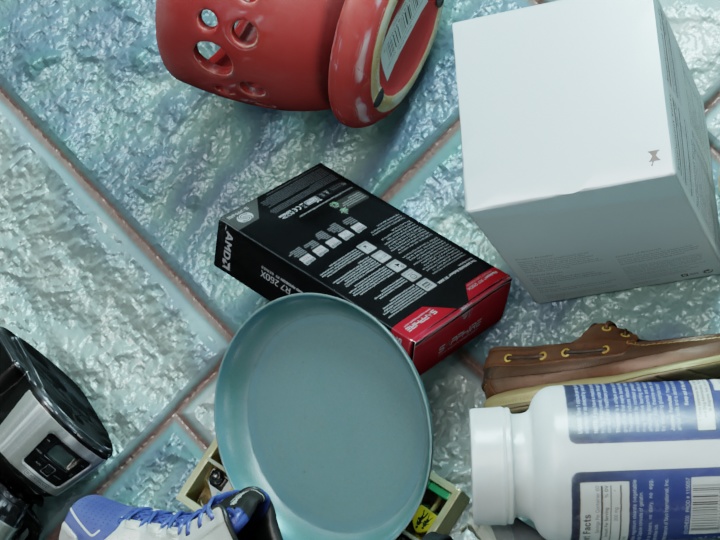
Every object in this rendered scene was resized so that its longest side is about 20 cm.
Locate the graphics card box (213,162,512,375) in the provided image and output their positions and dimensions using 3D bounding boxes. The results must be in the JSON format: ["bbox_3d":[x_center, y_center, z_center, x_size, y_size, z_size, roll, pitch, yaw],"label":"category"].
[{"bbox_3d":[0.000,0.000,1.658,0.200,0.051,0.125,32,43,26],"label":"graphics card box"}]

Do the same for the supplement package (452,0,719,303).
[{"bbox_3d":[0.169,-0.087,1.579,0.151,0.200,0.151,-10,67,16],"label":"supplement package"}]

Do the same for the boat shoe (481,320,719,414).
[{"bbox_3d":[0.183,0.068,1.588,0.199,0.072,0.068,-12,66,16],"label":"boat shoe"}]

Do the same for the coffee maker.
[{"bbox_3d":[-0.316,0.146,1.711,0.200,0.135,0.192,-45,61,-1],"label":"coffee maker"}]

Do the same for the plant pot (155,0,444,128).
[{"bbox_3d":[-0.039,-0.217,1.714,0.182,0.200,0.201,22,79,16],"label":"plant pot"}]

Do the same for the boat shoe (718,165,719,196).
[{"bbox_3d":[0.306,-0.009,1.573,0.073,0.069,0.201,-26,64,9],"label":"boat shoe"}]

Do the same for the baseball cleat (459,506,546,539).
[{"bbox_3d":[0.166,0.227,1.549,0.106,0.070,0.200,-35,66,-11],"label":"baseball cleat"}]

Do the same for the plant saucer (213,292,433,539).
[{"bbox_3d":[-0.024,0.115,1.600,0.199,0.027,0.201,6,100,36],"label":"plant saucer"}]

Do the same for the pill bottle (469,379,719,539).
[{"bbox_3d":[0.177,0.135,1.518,0.199,0.111,0.112,-2,69,2],"label":"pill bottle"}]

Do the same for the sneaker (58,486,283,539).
[{"bbox_3d":[-0.120,0.202,1.625,0.199,0.080,0.116,28,112,20],"label":"sneaker"}]

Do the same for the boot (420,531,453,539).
[{"bbox_3d":[0.089,0.302,1.536,0.162,0.073,0.199,15,83,27],"label":"boot"}]

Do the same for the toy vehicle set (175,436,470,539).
[{"bbox_3d":[-0.030,0.174,1.653,0.199,0.027,0.125,30,83,27],"label":"toy vehicle set"}]
